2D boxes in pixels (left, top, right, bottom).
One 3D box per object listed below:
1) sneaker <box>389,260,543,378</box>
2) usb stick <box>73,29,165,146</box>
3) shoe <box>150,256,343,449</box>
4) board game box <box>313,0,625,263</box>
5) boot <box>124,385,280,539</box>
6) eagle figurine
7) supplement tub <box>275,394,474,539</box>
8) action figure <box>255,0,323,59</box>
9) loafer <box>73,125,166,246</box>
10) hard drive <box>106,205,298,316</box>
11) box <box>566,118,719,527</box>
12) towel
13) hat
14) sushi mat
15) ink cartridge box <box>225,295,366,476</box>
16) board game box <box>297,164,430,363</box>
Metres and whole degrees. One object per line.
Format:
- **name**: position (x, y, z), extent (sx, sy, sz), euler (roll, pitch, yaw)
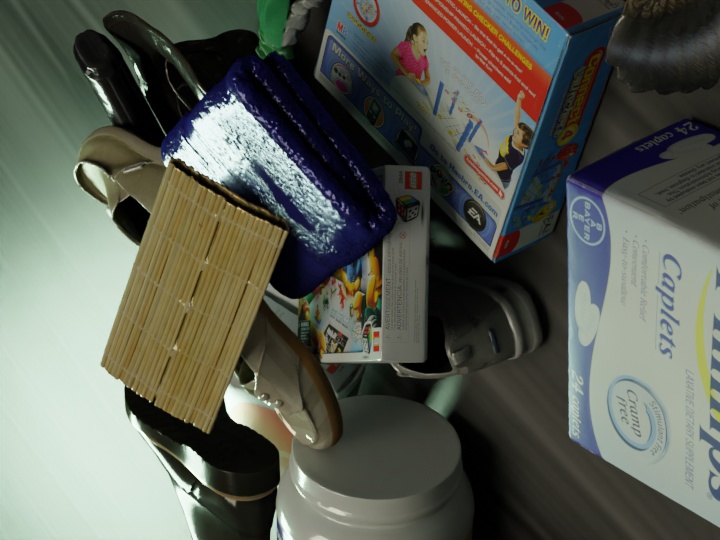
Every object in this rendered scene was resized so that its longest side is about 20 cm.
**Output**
- **sneaker**: position (0.035, 0.036, 1.562), extent (0.200, 0.082, 0.075), euler (-4, 106, 56)
- **usb stick**: position (-0.170, -0.108, 1.714), extent (0.056, 0.033, 0.200), euler (56, 175, 37)
- **shoe**: position (-0.081, 0.048, 1.558), extent (0.200, 0.053, 0.070), euler (58, 157, -15)
- **board game box**: position (0.065, -0.144, 1.430), extent (0.200, 0.056, 0.196), euler (48, 143, 27)
- **boot**: position (-0.126, 0.174, 1.724), extent (0.200, 0.077, 0.139), euler (-140, 44, -56)
- **eagle figurine**: position (0.166, -0.197, 1.216), extent (0.200, 0.150, 0.152), euler (82, -158, -79)
- **supplement tub**: position (0.010, 0.208, 1.649), extent (0.145, 0.145, 0.201), euler (34, 136, 40)
- **action figure**: position (-0.037, -0.217, 1.507), extent (0.200, 0.055, 0.118), euler (112, 159, -44)
- **loafer**: position (-0.159, -0.055, 1.647), extent (0.076, 0.068, 0.200), euler (47, 161, -31)
- **hard drive**: position (-0.097, -0.008, 1.718), extent (0.132, 0.027, 0.200), euler (43, 162, -33)
- **box**: position (0.220, 0.040, 1.276), extent (0.200, 0.105, 0.184), euler (28, 132, 44)
- **towel**: position (-0.052, -0.062, 1.471), extent (0.148, 0.050, 0.200), euler (48, 159, -4)
- **hat**: position (-0.099, -0.133, 1.641), extent (0.201, 0.081, 0.201), euler (48, 168, 14)
- **sushi mat**: position (-0.114, 0.020, 1.510), extent (0.096, 0.012, 0.200), euler (31, 130, 9)
- **ink cartridge box**: position (-0.099, 0.075, 1.738), extent (0.200, 0.050, 0.162), euler (29, 144, 10)
- **board game box**: position (0.000, 0.000, 1.520), extent (0.200, 0.034, 0.127), euler (170, 102, -72)
